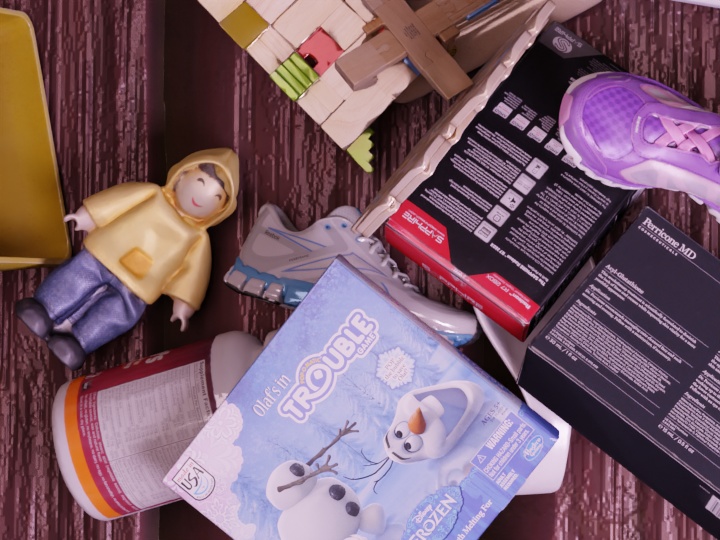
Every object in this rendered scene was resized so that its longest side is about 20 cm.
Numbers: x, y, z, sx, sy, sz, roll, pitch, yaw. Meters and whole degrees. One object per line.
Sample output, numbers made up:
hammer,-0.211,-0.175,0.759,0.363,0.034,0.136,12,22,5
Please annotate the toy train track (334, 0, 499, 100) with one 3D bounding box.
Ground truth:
toy train track,0.068,-0.180,1.545,0.199,0.033,0.115,-33,71,-16

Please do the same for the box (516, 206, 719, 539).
box,0.229,0.076,1.507,0.200,0.079,0.141,38,71,13

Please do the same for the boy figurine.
boy figurine,-0.160,-0.012,1.651,0.200,0.064,0.124,-41,95,2

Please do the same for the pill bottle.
pill bottle,-0.117,0.108,1.616,0.199,0.110,0.110,-17,83,14

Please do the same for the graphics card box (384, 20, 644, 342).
graphics card box,0.125,-0.064,1.548,0.125,0.051,0.200,35,74,12

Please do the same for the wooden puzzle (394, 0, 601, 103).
wooden puzzle,0.063,-0.250,1.623,0.184,0.037,0.201,-27,86,14

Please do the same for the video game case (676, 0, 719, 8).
video game case,0.270,-0.271,1.518,0.199,0.023,0.183,12,91,17

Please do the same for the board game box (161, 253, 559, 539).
board game box,0.000,0.128,1.528,0.199,0.043,0.200,38,98,1

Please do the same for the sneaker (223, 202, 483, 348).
sneaker,0.000,0.000,1.610,0.199,0.075,0.087,17,87,16

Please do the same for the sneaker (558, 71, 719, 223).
sneaker,0.232,-0.083,1.493,0.199,0.088,0.081,21,81,-17

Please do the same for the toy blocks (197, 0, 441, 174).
toy blocks,-0.016,-0.188,1.585,0.137,0.100,0.200,-44,92,4

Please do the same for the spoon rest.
spoon rest,0.126,0.061,1.569,0.099,0.061,0.202,-2,90,-18

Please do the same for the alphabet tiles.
alphabet tiles,0.065,-0.103,1.528,0.015,0.200,0.196,40,139,-3

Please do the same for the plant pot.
plant pot,-0.359,-0.086,1.660,0.175,0.200,0.201,-12,84,25
